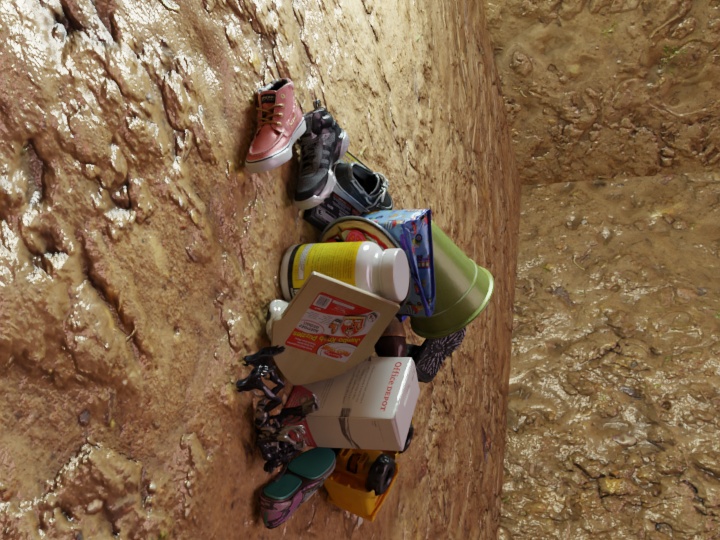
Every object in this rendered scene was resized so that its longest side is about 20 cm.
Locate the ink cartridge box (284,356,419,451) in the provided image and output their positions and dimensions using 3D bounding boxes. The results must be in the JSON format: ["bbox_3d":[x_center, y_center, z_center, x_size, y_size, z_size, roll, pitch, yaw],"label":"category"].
[{"bbox_3d":[-0.012,0.223,1.214,0.147,0.198,0.083,-65,146,-50],"label":"ink cartridge box"}]

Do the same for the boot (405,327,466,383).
[{"bbox_3d":[0.130,0.170,1.542,0.066,0.200,0.165,43,72,-7],"label":"boot"}]

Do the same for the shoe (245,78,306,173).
[{"bbox_3d":[-0.139,-0.228,1.107,0.201,0.071,0.092,-70,149,-56],"label":"shoe"}]

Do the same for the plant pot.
[{"bbox_3d":[0.137,-0.002,1.439,0.190,0.199,0.201,52,37,-27],"label":"plant pot"}]

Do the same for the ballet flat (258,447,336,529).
[{"bbox_3d":[-0.105,0.354,1.162,0.200,0.069,0.072,-24,129,-64],"label":"ballet flat"}]

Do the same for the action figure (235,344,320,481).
[{"bbox_3d":[-0.118,0.222,1.076,0.119,0.101,0.202,-75,154,-64],"label":"action figure"}]

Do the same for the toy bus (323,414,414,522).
[{"bbox_3d":[0.019,0.369,1.356,0.200,0.135,0.193,-52,145,-39],"label":"toy bus"}]

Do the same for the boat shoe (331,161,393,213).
[{"bbox_3d":[0.019,-0.155,1.351,0.199,0.068,0.074,33,56,-50],"label":"boat shoe"}]

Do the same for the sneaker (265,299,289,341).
[{"bbox_3d":[-0.091,0.096,1.187,0.200,0.080,0.076,37,56,-62],"label":"sneaker"}]

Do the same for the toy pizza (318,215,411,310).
[{"bbox_3d":[0.000,0.000,1.280,0.032,0.199,0.202,-38,125,-47],"label":"toy pizza"}]

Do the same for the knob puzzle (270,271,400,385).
[{"bbox_3d":[-0.059,0.101,1.140,0.031,0.218,0.221,59,-7,48],"label":"knob puzzle"}]

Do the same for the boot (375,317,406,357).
[{"bbox_3d":[0.053,0.191,1.485,0.200,0.072,0.168,109,-19,-65],"label":"boot"}]

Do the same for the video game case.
[{"bbox_3d":[-0.022,-0.134,1.378,0.199,0.025,0.182,33,56,-41],"label":"video game case"}]

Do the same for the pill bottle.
[{"bbox_3d":[-0.025,0.009,1.197,0.112,0.198,0.114,-2,90,-68],"label":"pill bottle"}]

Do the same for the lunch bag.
[{"bbox_3d":[0.060,-0.003,1.311,0.094,0.149,0.202,-30,114,-48],"label":"lunch bag"}]

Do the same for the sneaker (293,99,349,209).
[{"bbox_3d":[-0.088,-0.206,1.240,0.114,0.075,0.201,56,40,-39],"label":"sneaker"}]
